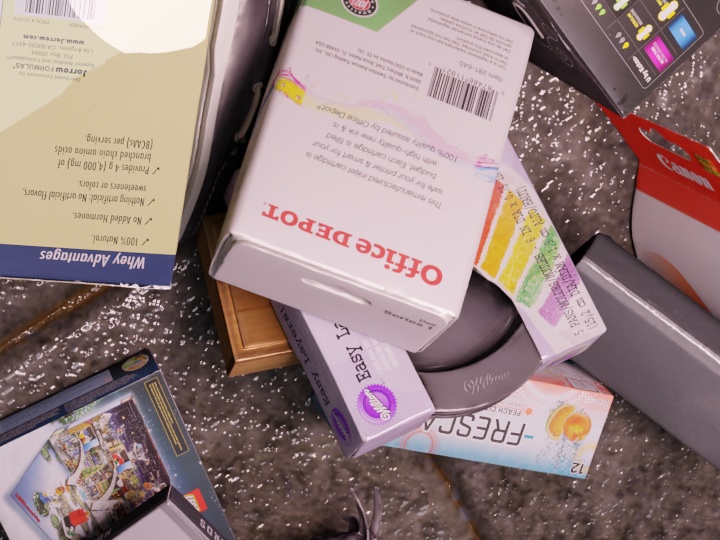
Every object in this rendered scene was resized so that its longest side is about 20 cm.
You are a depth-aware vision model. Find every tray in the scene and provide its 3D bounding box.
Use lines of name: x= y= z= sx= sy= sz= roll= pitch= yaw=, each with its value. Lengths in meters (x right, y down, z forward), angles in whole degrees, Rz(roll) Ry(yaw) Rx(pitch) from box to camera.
tray: x=0.000 y=0.000 z=1.234 sx=0.198 sy=0.037 sz=0.100 roll=-10 pitch=73 yaw=-16

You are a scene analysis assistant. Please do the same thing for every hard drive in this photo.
hard drive: x=0.209 y=0.061 z=1.270 sx=0.199 sy=0.140 sz=0.033 roll=37 pitch=69 yaw=-1

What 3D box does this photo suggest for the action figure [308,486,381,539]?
action figure: x=-0.021 y=0.253 z=1.310 sx=0.201 sy=0.102 sz=0.119 roll=-60 pitch=160 yaw=13

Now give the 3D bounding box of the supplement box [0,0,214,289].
supplement box: x=-0.202 y=-0.111 z=1.092 sx=0.198 sy=0.134 sz=0.202 roll=4 pitch=108 yaw=-21

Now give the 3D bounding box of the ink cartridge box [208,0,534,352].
ink cartridge box: x=0.007 y=-0.071 z=1.142 sx=0.143 sy=0.084 sz=0.202 roll=20 pitch=68 yaw=-8

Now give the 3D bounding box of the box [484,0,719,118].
box: x=0.174 y=-0.221 z=1.180 sx=0.200 sy=0.149 sz=0.124 roll=-43 pitch=119 yaw=0

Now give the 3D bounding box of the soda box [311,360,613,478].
soda box: x=0.071 y=0.089 z=1.309 sx=0.198 sy=0.064 sz=0.069 roll=12 pitch=106 yaw=-23

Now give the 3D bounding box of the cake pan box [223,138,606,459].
cake pan box: x=0.035 y=-0.001 z=1.198 sx=0.183 sy=0.052 sz=0.202 roll=-22 pitch=78 yaw=-17

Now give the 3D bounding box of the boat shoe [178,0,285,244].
boat shoe: x=-0.091 y=-0.106 z=1.173 sx=0.060 sy=0.074 sz=0.202 roll=-6 pitch=118 yaw=-38

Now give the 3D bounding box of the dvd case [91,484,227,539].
dvd case: x=-0.150 y=0.246 z=1.247 sx=0.199 sy=0.025 sz=0.150 roll=-36 pitch=111 yaw=18

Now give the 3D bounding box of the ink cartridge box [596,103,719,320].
ink cartridge box: x=0.227 y=-0.015 z=1.270 sx=0.050 sy=0.162 sz=0.200 roll=-43 pitch=118 yaw=-4

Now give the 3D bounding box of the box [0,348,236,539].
box: x=-0.162 y=0.170 z=1.267 sx=0.136 sy=0.038 sz=0.202 roll=-25 pitch=116 yaw=-9
